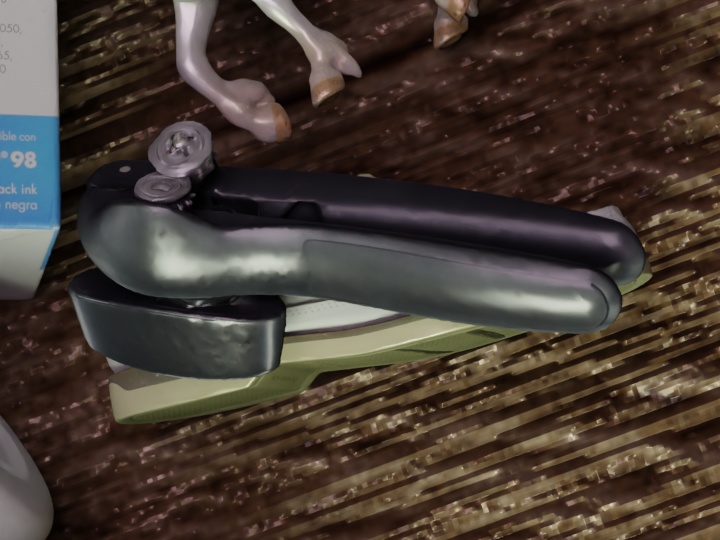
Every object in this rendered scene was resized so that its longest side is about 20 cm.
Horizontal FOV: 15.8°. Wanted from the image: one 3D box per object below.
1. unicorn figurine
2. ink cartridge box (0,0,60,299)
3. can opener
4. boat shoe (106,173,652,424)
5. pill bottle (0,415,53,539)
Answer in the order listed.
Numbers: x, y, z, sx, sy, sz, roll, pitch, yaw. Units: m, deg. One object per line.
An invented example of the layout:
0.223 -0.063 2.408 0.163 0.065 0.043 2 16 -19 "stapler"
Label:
-0.037 -0.121 0.913 0.074 0.200 0.138 -36 86 45 "unicorn figurine"
-0.146 -0.099 0.939 0.066 0.116 0.201 0 77 -12 "ink cartridge box"
-0.004 -0.008 0.857 0.199 0.079 0.064 1 41 18 "can opener"
0.000 0.000 0.912 0.199 0.075 0.069 -13 81 11 "boat shoe"
-0.214 0.113 0.919 0.200 0.111 0.111 -41 72 3 "pill bottle"
